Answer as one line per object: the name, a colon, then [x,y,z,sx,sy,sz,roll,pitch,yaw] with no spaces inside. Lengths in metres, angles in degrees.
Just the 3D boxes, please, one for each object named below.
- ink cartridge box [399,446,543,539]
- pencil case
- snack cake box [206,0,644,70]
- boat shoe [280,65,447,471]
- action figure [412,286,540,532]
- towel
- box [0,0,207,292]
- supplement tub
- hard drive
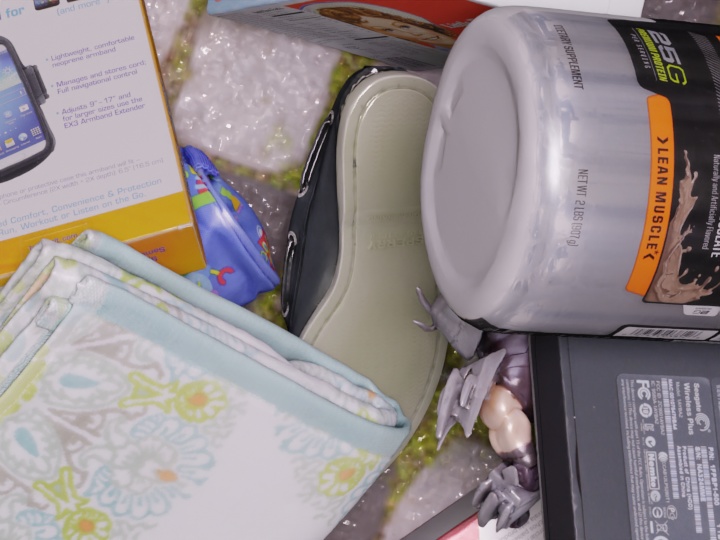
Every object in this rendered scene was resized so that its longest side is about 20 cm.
ink cartridge box: [0.100,0.194,0.913,0.146,0.083,0.201,-33,91,-5]
pencil case: [-0.137,0.018,0.904,0.199,0.078,0.087,-30,124,-5]
snack cake box: [0.025,-0.134,0.848,0.114,0.200,0.068,13,87,-25]
boat shoe: [-0.002,0.000,0.919,0.074,0.066,0.201,-3,111,-17]
action figure: [0.103,0.066,0.843,0.199,0.069,0.131,35,69,-9]
towel: [-0.099,0.086,0.865,0.199,0.048,0.171,30,111,-31]
box: [-0.146,-0.074,0.889,0.118,0.042,0.201,-15,55,-1]
supplement tub: [0.133,-0.033,0.762,0.198,0.122,0.124,2,88,-19]
hard drive: [0.169,0.087,0.804,0.198,0.033,0.141,4,70,-18]
